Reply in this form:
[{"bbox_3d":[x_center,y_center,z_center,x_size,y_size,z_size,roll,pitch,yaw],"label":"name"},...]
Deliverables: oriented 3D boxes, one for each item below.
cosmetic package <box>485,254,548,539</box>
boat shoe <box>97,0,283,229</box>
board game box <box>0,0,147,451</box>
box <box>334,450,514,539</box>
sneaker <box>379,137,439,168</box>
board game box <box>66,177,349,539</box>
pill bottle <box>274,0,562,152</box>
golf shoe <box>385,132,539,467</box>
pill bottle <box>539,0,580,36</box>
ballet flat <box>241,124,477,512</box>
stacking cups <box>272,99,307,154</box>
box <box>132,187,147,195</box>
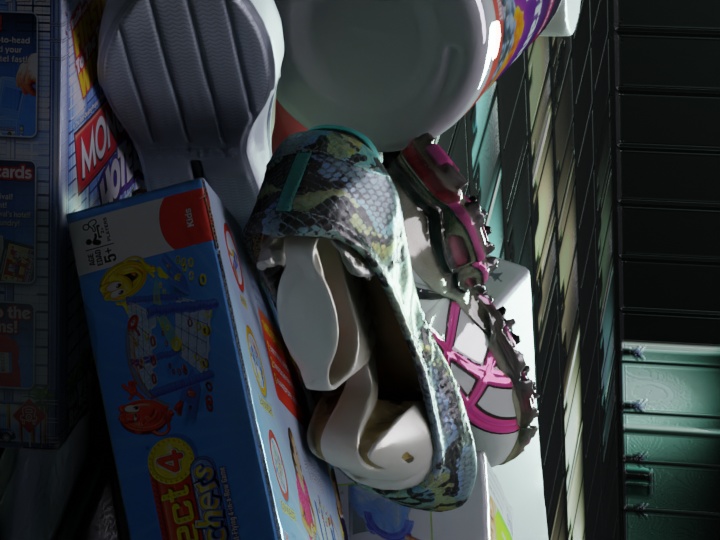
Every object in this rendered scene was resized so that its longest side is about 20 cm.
[{"bbox_3d":[-0.004,0.113,1.491,0.199,0.122,0.201,-45,144,-39],"label":"cosmetic package"},{"bbox_3d":[-0.065,-0.083,1.125,0.200,0.071,0.062,93,0,-63],"label":"boat shoe"},{"bbox_3d":[-0.125,-0.061,1.133,0.200,0.061,0.201,-62,154,-65],"label":"board game box"},{"bbox_3d":[0.018,0.194,1.264,0.113,0.101,0.201,62,24,-69],"label":"box"},{"bbox_3d":[-0.002,-0.115,1.631,0.076,0.113,0.200,82,14,-51],"label":"sneaker"},{"bbox_3d":[-0.048,0.086,1.116,0.200,0.056,0.197,58,19,-73],"label":"board game box"},{"bbox_3d":[0.033,-0.136,1.287,0.200,0.111,0.112,-48,141,-61],"label":"pill bottle"},{"bbox_3d":[0.020,0.027,1.247,0.073,0.092,0.200,54,-9,42],"label":"golf shoe"},{"bbox_3d":[0.012,-0.169,1.453,0.114,0.199,0.115,3,90,-80],"label":"pill bottle"},{"bbox_3d":[-0.005,0.038,1.133,0.074,0.074,0.201,-74,151,-50],"label":"ballet flat"},{"bbox_3d":[0.000,0.000,1.319,0.061,0.060,0.201,-67,139,-61],"label":"stacking cups"},{"bbox_3d":[-0.079,-0.069,1.348,0.100,0.074,0.201,-3,94,-79],"label":"box"}]
